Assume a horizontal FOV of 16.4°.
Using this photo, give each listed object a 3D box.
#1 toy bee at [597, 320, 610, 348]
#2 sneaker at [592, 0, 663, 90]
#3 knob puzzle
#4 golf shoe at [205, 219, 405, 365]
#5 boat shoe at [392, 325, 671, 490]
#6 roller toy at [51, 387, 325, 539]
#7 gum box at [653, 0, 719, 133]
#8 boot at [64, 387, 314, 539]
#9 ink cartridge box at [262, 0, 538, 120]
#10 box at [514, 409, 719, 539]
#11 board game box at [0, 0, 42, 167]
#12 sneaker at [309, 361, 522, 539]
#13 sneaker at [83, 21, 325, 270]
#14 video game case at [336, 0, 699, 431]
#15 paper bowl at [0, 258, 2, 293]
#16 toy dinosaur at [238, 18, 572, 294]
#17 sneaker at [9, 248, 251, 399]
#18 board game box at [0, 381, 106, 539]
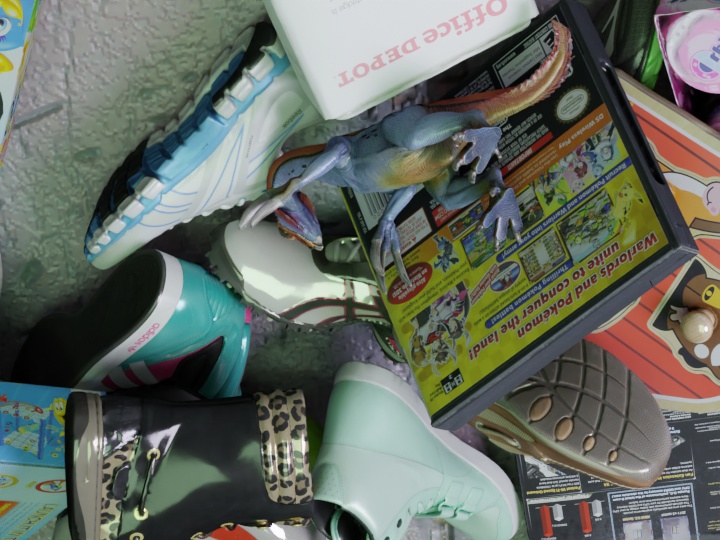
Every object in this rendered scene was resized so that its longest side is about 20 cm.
[{"bbox_3d":[0.178,0.020,1.601,0.199,0.109,0.131,-21,118,12],"label":"toy bee"},{"bbox_3d":[0.120,-0.111,1.549,0.084,0.077,0.200,31,114,-19],"label":"sneaker"},{"bbox_3d":[0.188,0.006,1.498,0.219,0.030,0.220,10,115,23],"label":"knob puzzle"},{"bbox_3d":[0.000,0.000,1.608,0.199,0.077,0.088,20,131,-19],"label":"golf shoe"},{"bbox_3d":[0.108,0.079,1.540,0.076,0.200,0.072,-43,146,-23],"label":"boat shoe"},{"bbox_3d":[-0.115,0.187,1.681,0.182,0.140,0.201,7,119,-3],"label":"roller toy"},{"bbox_3d":[0.243,-0.096,1.525,0.066,0.114,0.201,-6,120,25],"label":"gum box"},{"bbox_3d":[-0.105,0.156,1.557,0.150,0.073,0.201,-6,119,-9],"label":"boot"},{"bbox_3d":[-0.001,-0.211,1.471,0.145,0.088,0.200,-27,115,-3],"label":"ink cartridge box"},{"bbox_3d":[0.208,0.142,1.700,0.199,0.050,0.158,-8,119,6],"label":"box"},{"bbox_3d":[-0.246,-0.161,1.513,0.103,0.105,0.201,14,119,-7],"label":"board game box"},{"bbox_3d":[0.028,0.160,1.655,0.074,0.119,0.200,-1,147,40],"label":"sneaker"},{"bbox_3d":[-0.094,-0.059,1.586,0.087,0.075,0.200,37,114,-24],"label":"sneaker"},{"bbox_3d":[0.088,-0.032,1.490,0.200,0.181,0.025,-38,148,29],"label":"video game case"},{"bbox_3d":[-0.337,0.019,1.615,0.200,0.104,0.201,0,120,1],"label":"paper bowl"},{"bbox_3d":[0.023,-0.060,1.510,0.200,0.181,0.105,-48,126,-19],"label":"toy dinosaur"},{"bbox_3d":[-0.138,0.056,1.647,0.120,0.084,0.200,19,145,-33],"label":"sneaker"},{"bbox_3d":[-0.289,0.128,1.611,0.195,0.056,0.200,7,154,-29],"label":"board game box"}]
